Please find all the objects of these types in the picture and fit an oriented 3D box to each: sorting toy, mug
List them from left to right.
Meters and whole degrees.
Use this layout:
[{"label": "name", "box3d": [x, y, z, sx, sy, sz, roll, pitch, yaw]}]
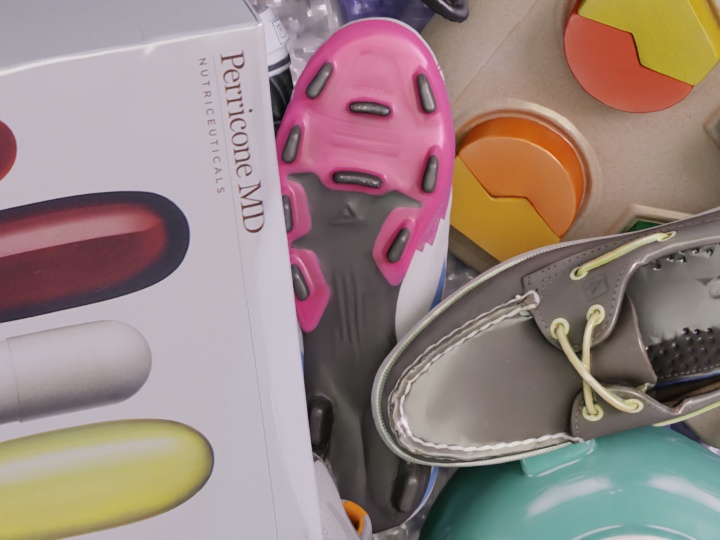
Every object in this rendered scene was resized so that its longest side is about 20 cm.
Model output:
[{"label": "mug", "box3d": [0.085, 0.125, 0.971, 0.185, 0.114, 0.152, 37, 91, -4]}, {"label": "sorting toy", "box3d": [0.112, -0.042, 0.957, 0.200, 0.036, 0.185, 38, 126, -2]}]

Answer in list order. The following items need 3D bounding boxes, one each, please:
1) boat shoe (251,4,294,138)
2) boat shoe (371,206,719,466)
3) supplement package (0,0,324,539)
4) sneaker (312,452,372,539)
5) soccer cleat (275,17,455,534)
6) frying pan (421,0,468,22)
[{"label": "boat shoe", "box3d": [-0.113, -0.038, 0.934, 0.200, 0.072, 0.071, -18, 100, -9]}, {"label": "boat shoe", "box3d": [0.099, 0.021, 0.902, 0.201, 0.060, 0.072, -21, 97, 2]}, {"label": "supplement package", "box3d": [-0.132, 0.002, 0.829, 0.200, 0.147, 0.192, -12, 116, -11]}, {"label": "sneaker", "box3d": [-0.007, 0.138, 0.944, 0.074, 0.200, 0.079, 14, 62, 26]}, {"label": "soccer cleat", "box3d": [0.000, 0.000, 0.970, 0.070, 0.086, 0.201, 2, 103, 3]}, {"label": "frying pan", "box3d": [-0.041, -0.166, 0.930, 0.115, 0.031, 0.190, -20, 74, -35]}]
